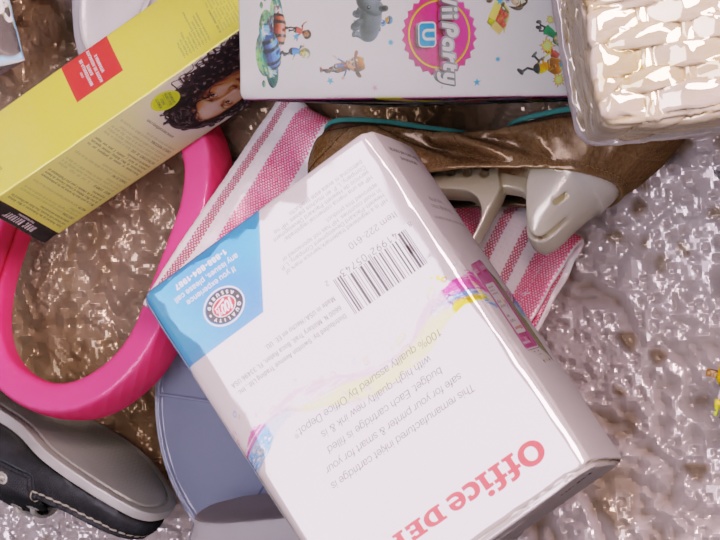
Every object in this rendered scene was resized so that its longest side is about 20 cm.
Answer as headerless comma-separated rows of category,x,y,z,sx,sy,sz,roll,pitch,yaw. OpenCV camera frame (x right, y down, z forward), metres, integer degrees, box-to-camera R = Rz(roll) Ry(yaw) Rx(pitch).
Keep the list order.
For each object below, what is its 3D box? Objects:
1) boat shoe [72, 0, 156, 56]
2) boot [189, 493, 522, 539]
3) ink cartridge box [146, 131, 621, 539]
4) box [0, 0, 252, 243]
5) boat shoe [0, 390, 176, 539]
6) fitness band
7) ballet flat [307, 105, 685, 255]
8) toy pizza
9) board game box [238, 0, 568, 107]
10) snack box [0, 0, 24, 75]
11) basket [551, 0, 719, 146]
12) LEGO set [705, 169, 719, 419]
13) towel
boat shoe,-0.126,-0.201,1.569,0.074,0.067,0.200,15,95,24
boot,0.006,0.167,1.520,0.200,0.074,0.096,-5,102,32
ink cartridge box,0.013,0.055,1.420,0.145,0.085,0.200,-36,77,12
box,-0.119,-0.095,1.550,0.200,0.075,0.050,-33,63,13
boat shoe,-0.189,0.107,1.644,0.200,0.076,0.060,34,108,33
fitness band,-0.149,-0.015,1.604,0.144,0.037,0.200,17,85,31
ballet flat,0.069,-0.044,1.477,0.200,0.068,0.072,-1,65,12
toy pizza,-0.023,0.078,1.576,0.200,0.032,0.200,2,95,27
board game box,0.060,-0.116,1.449,0.200,0.148,0.064,0,92,27
snack box,-0.247,-0.201,1.626,0.116,0.037,0.200,-17,87,64
basket,0.177,-0.162,1.258,0.200,0.161,0.198,-8,91,5
LEGO set,0.251,0.029,1.381,0.200,0.116,0.154,25,105,23
towel,0.000,0.000,1.520,0.200,0.030,0.146,27,75,21
